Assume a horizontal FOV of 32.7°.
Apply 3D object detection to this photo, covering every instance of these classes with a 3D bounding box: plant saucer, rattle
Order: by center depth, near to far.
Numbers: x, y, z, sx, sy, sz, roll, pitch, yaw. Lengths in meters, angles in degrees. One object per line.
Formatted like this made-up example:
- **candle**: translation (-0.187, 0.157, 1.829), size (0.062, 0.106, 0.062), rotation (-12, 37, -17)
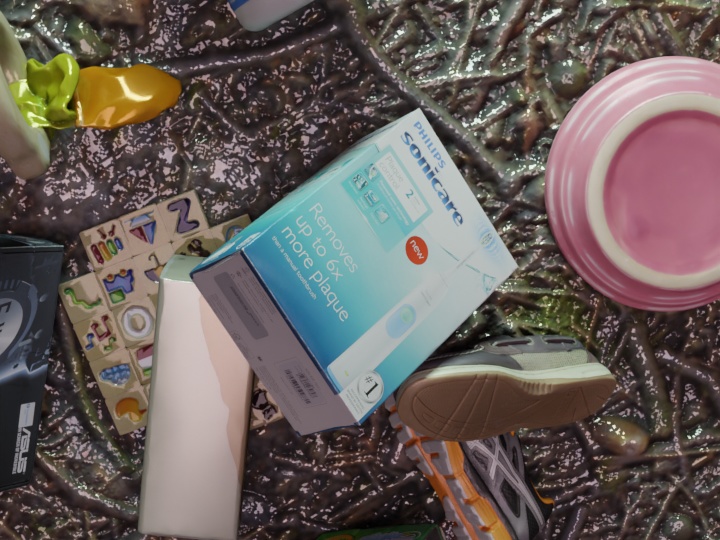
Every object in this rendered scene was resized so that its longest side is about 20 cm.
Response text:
- **rattle**: translation (-0.230, -0.173, 0.862), size (0.142, 0.131, 0.201), rotation (-8, 125, 12)
- **plant saucer**: translation (0.245, -0.064, 0.956), size (0.198, 0.051, 0.203), rotation (0, 102, -2)

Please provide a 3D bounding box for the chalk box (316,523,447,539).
- **chalk box**: translation (0.009, 0.282, 0.965), size (0.123, 0.200, 0.126), rotation (-13, 102, 34)

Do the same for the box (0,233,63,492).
- **box**: translation (-0.309, 0.075, 0.917), size (0.043, 0.160, 0.202), rotation (18, 102, 34)

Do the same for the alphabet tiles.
- **alphabet tiles**: translation (-0.143, 0.045, 0.989), size (0.165, 0.006, 0.201), rotation (-21, 101, 2)

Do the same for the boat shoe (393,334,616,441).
- **boat shoe**: translation (0.105, 0.083, 0.942), size (0.198, 0.065, 0.072), rotation (-1, 130, -29)

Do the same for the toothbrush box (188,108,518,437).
- **toothbrush box**: translation (0.000, 0.000, 0.892), size (0.200, 0.085, 0.147), rotation (-40, 102, -36)

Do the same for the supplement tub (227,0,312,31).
- **supplement tub**: translation (-0.074, -0.284, 0.861), size (0.131, 0.132, 0.201), rotation (-28, 101, 4)

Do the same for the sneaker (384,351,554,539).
- **sneaker**: translation (0.086, 0.138, 0.988), size (0.077, 0.078, 0.201), rotation (-29, 96, -25)

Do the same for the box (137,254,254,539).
- **box**: translation (-0.122, 0.097, 0.950), size (0.077, 0.095, 0.202), rotation (6, 103, -4)
